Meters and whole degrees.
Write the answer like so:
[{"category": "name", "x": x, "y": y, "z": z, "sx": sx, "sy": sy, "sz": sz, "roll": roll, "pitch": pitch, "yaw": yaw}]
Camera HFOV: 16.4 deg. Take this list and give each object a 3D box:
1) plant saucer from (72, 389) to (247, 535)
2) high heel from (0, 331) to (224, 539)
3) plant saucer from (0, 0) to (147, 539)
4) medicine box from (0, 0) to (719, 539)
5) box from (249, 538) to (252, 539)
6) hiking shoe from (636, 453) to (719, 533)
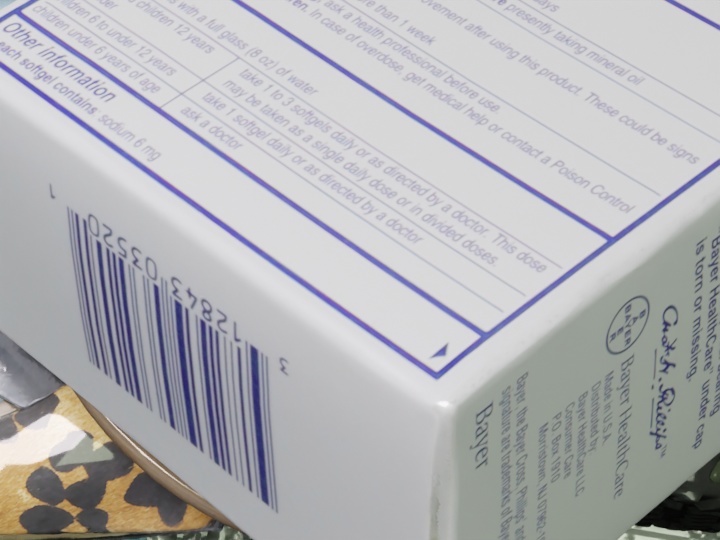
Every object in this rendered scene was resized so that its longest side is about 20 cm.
[{"category": "plant saucer", "x": 0.000, "y": 0.000, "z": 0.745, "sx": 0.199, "sy": 0.029, "sz": 0.201, "roll": 6, "pitch": 59, "yaw": -10}, {"category": "high heel", "x": -0.138, "y": 0.101, "z": 0.750, "sx": 0.142, "sy": 0.071, "sz": 0.200, "roll": 32, "pitch": 97, "yaw": 8}, {"category": "plant saucer", "x": -0.111, "y": 0.010, "z": 0.774, "sx": 0.070, "sy": 0.019, "sz": 0.201, "roll": -7, "pitch": 100, "yaw": 12}, {"category": "medicine box", "x": 0.026, "y": -0.027, "z": 0.659, "sx": 0.200, "sy": 0.103, "sz": 0.182, "roll": -35, "pitch": 52, "yaw": -29}, {"category": "box", "x": -0.014, "y": 0.167, "z": 0.736, "sx": 0.200, "sy": 0.141, "sz": 0.079, "roll": -47, "pitch": 137, "yaw": -7}, {"category": "hiking shoe", "x": 0.140, "y": 0.035, "z": 0.807, "sx": 0.199, "sy": 0.076, "sz": 0.101, "roll": 7, "pitch": 77, "yaw": -14}]
